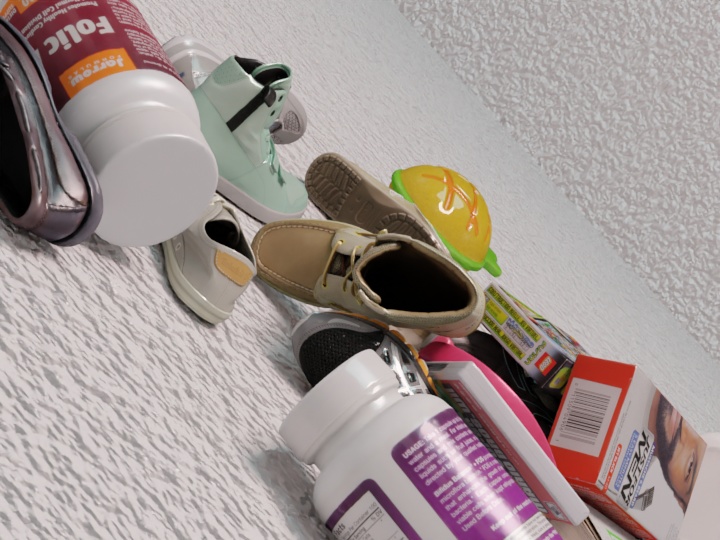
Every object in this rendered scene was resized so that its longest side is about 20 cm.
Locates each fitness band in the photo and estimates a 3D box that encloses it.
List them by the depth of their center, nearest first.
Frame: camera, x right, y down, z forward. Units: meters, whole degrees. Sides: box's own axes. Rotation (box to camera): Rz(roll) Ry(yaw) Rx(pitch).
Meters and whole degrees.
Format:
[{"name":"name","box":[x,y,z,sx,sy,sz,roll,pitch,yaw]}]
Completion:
[{"name":"fitness band","box":[0.106,0.129,1.340,0.144,0.037,0.201,46,-12,36]}]

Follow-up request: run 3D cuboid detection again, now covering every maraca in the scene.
[{"name":"maraca","box":[0.096,-0.051,1.795,0.199,0.107,0.138,23,33,-59]}]

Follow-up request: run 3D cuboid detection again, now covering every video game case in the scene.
[{"name":"video game case","box":[0.096,0.131,1.261,0.143,0.017,0.200,52,-12,-5]}]

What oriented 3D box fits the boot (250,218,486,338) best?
[{"name":"boot","box":[0.000,0.000,1.250,0.198,0.073,0.155,17,-2,7]}]

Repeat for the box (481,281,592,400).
[{"name":"box","box":[0.184,0.084,1.502,0.110,0.035,0.200,48,9,33]}]

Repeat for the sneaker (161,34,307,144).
[{"name":"sneaker","box":[-0.120,-0.149,1.544,0.199,0.074,0.083,18,44,-50]}]

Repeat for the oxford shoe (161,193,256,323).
[{"name":"oxford shoe","box":[-0.120,-0.037,1.212,0.075,0.058,0.201,33,17,-34]}]

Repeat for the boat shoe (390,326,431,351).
[{"name":"boat shoe","box":[0.050,0.036,1.484,0.074,0.069,0.200,50,14,18]}]

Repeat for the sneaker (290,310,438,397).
[{"name":"sneaker","box":[0.024,0.110,1.191,0.200,0.078,0.077,45,23,0]}]

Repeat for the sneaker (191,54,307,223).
[{"name":"sneaker","box":[-0.080,-0.116,1.428,0.200,0.118,0.074,29,19,-54]}]

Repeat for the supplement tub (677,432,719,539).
[{"name":"supplement tub","box":[0.412,0.254,1.804,0.141,0.140,0.200,51,15,22]}]

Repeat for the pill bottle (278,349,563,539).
[{"name":"pill bottle","box":[0.040,0.152,1.034,0.200,0.112,0.112,50,14,12]}]

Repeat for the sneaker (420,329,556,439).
[{"name":"sneaker","box":[0.134,0.128,1.467,0.200,0.075,0.079,42,16,-16]}]

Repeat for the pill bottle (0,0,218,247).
[{"name":"pill bottle","box":[-0.180,-0.117,1.136,0.114,0.114,0.201,30,20,-49]}]

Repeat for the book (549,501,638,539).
[{"name":"book","box":[0.247,0.290,1.421,0.200,0.048,0.134,35,18,-51]}]

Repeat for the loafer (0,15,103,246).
[{"name":"loafer","box":[-0.234,-0.102,1.034,0.201,0.072,0.063,54,20,19]}]

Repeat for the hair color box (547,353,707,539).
[{"name":"hair color box","box":[0.238,0.165,1.448,0.063,0.112,0.200,12,-17,34]}]

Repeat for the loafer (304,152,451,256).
[{"name":"loafer","box":[0.030,-0.045,1.647,0.200,0.076,0.068,48,20,10]}]

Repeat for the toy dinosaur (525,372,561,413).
[{"name":"toy dinosaur","box":[0.186,0.146,1.588,0.102,0.077,0.200,31,15,-22]}]
